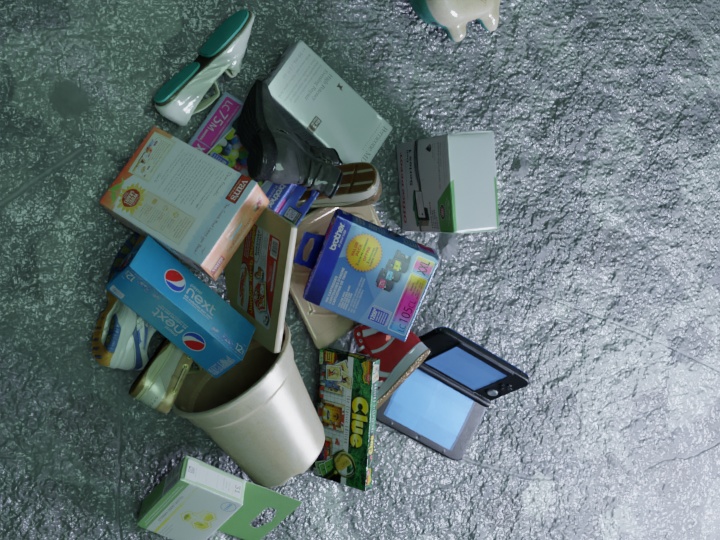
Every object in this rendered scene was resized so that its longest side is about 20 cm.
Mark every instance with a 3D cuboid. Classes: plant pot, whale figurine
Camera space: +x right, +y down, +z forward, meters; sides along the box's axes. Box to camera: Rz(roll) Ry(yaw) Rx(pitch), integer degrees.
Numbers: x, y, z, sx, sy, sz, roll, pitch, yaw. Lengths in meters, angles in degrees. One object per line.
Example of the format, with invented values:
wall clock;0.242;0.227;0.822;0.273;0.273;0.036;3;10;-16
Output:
plant pot;-0.147;0.202;1.353;0.200;0.199;0.185;-39;119;-17
whale figurine;0.151;-0.449;1.509;0.198;0.102;0.163;6;90;-49

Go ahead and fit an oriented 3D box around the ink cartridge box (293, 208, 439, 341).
ink cartridge box;0.000;0.000;1.379;0.197;0.076;0.139;22;99;-5

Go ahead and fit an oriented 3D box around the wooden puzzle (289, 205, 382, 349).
wooden puzzle;-0.036;-0.007;1.461;0.183;0.046;0.203;-30;109;-20

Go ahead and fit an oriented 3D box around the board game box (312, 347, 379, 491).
board game box;-0.023;0.228;1.435;0.023;0.103;0.205;-9;105;-58

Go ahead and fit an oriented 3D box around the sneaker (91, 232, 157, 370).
sneaker;-0.314;0.042;1.329;0.087;0.075;0.204;22;84;-42

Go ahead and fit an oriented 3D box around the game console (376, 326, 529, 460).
game console;0.149;0.205;1.519;0.198;0.170;0.120;29;54;-23

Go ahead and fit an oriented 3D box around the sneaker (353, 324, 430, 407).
sneaker;0.007;0.156;1.470;0.200;0.071;0.113;-46;77;12

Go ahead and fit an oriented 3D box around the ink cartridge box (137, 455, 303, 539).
ink cartridge box;-0.203;0.353;1.351;0.198;0.146;0.048;29;37;-22

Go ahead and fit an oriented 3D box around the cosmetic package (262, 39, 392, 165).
cosmetic package;-0.056;-0.241;1.423;0.199;0.074;0.103;39;78;-20

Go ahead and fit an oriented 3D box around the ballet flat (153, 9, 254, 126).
ballet flat;-0.217;-0.291;1.358;0.069;0.069;0.201;45;79;-19

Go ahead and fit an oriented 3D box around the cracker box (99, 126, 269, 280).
cracker box;-0.241;-0.094;1.273;0.135;0.198;0.058;-55;155;-12

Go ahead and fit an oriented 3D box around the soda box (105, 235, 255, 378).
soda box;-0.240;0.052;1.262;0.200;0.064;0.068;43;37;-19

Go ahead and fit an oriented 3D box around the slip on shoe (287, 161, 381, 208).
slip on shoe;-0.064;-0.125;1.401;0.195;0.061;0.078;-4;68;10

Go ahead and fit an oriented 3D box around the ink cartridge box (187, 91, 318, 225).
ink cartridge box;-0.149;-0.158;1.355;0.198;0.042;0.120;34;78;5

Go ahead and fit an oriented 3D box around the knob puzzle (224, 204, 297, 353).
knob puzzle;-0.143;-0.002;1.321;0.030;0.218;0.225;-1;93;-33

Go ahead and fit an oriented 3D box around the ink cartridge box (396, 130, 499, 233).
ink cartridge box;0.131;-0.133;1.446;0.083;0.199;0.150;-6;94;-20

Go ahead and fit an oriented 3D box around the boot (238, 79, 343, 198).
boot;-0.098;-0.179;1.307;0.129;0.070;0.203;13;44;-26

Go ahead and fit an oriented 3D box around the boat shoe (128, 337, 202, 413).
boat shoe;-0.251;0.120;1.315;0.066;0.074;0.201;40;46;-10
